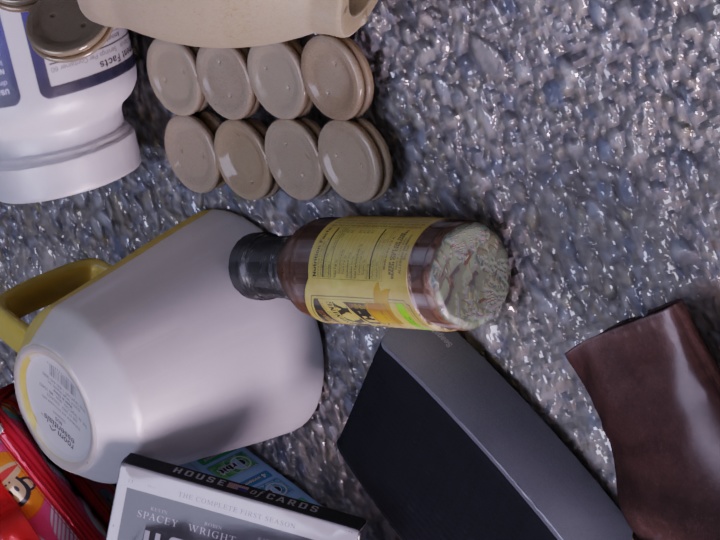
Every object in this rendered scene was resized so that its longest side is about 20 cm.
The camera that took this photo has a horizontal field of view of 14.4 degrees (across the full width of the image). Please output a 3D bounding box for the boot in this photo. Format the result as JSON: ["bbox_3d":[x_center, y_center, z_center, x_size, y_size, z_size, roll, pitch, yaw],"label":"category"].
[{"bbox_3d":[0.189,0.094,1.438,0.200,0.072,0.166,-20,95,57],"label":"boot"}]

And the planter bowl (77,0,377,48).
[{"bbox_3d":[-0.045,-0.199,1.490,0.135,0.200,0.200,23,131,10],"label":"planter bowl"}]

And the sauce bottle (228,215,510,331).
[{"bbox_3d":[0.000,0.000,1.632,0.200,0.065,0.065,3,111,52],"label":"sauce bottle"}]

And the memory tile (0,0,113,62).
[{"bbox_3d":[-0.162,-0.210,1.640,0.200,0.153,0.017,47,167,34],"label":"memory tile"}]

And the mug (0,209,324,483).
[{"bbox_3d":[-0.137,0.060,1.758,0.187,0.153,0.149,-17,97,54],"label":"mug"}]

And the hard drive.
[{"bbox_3d":[0.068,0.128,1.634,0.200,0.042,0.135,48,140,23],"label":"hard drive"}]

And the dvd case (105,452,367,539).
[{"bbox_3d":[-0.087,0.220,1.690,0.150,0.025,0.200,15,109,9],"label":"dvd case"}]

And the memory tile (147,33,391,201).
[{"bbox_3d":[-0.060,-0.114,1.667,0.200,0.017,0.153,5,113,49],"label":"memory tile"}]

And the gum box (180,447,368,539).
[{"bbox_3d":[-0.056,0.216,1.835,0.200,0.045,0.170,34,133,34],"label":"gum box"}]

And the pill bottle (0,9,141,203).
[{"bbox_3d":[-0.203,-0.149,1.753,0.116,0.116,0.200,6,113,50],"label":"pill bottle"}]

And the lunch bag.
[{"bbox_3d":[-0.190,0.168,1.786,0.200,0.082,0.176,52,-178,-1],"label":"lunch bag"}]
